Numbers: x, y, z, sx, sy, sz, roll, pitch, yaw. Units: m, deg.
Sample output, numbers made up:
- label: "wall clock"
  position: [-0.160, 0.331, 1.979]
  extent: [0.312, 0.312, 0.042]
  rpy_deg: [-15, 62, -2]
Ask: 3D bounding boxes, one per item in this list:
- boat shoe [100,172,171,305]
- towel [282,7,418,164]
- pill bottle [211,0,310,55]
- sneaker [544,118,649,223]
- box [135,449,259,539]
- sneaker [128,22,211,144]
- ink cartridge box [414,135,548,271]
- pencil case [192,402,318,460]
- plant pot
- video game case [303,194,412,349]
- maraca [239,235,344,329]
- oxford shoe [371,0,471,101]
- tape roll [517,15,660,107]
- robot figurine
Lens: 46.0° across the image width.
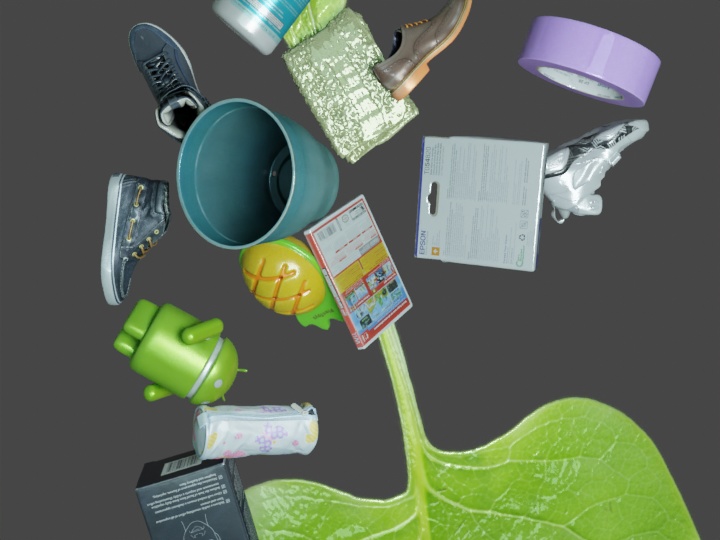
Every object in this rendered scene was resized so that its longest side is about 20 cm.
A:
- label: "boat shoe"
  position: [-0.342, -0.044, 1.302]
  extent: [0.089, 0.071, 0.204]
  rpy_deg: [5, 97, -2]
- label: "towel"
  position: [-0.017, -0.282, 1.310]
  extent: [0.147, 0.037, 0.201]
  rpy_deg: [-34, 102, 2]
- label: "pill bottle"
  position: [-0.118, -0.426, 1.237]
  extent: [0.110, 0.111, 0.201]
  rpy_deg: [38, 95, -10]
- label: "sneaker"
  position: [0.375, -0.159, 1.351]
  extent: [0.197, 0.075, 0.116]
  rpy_deg: [-24, 102, 4]
- label: "box"
  position: [-0.257, 0.401, 1.371]
  extent: [0.146, 0.107, 0.203]
  rpy_deg: [-15, 100, -3]
- label: "sneaker"
  position: [-0.278, -0.273, 1.233]
  extent: [0.076, 0.146, 0.204]
  rpy_deg: [-30, 100, 2]
- label: "ink cartridge box"
  position: [0.189, -0.109, 1.343]
  extent: [0.197, 0.041, 0.203]
  rpy_deg: [8, 100, 19]
- label: "pencil case"
  position: [-0.164, 0.250, 1.334]
  extent: [0.197, 0.091, 0.084]
  rpy_deg: [2, 63, -25]
- label: "plant pot"
  position: [-0.131, -0.135, 1.230]
  extent: [0.197, 0.187, 0.204]
  rpy_deg: [2, 94, 27]
- label: "video game case"
  position: [0.000, 0.000, 1.323]
  extent: [0.017, 0.143, 0.202]
  rpy_deg: [-14, 106, 43]
- label: "maraca"
  position: [-0.102, 0.021, 1.319]
  extent: [0.136, 0.108, 0.200]
  rpy_deg: [-24, 121, 41]
- label: "oxford shoe"
  position: [0.095, -0.353, 1.276]
  extent: [0.073, 0.071, 0.201]
  rpy_deg: [40, 77, -13]
- label: "tape roll"
  position: [0.336, -0.307, 1.255]
  extent: [0.197, 0.200, 0.067]
  rpy_deg: [20, 97, -8]
- label: "robot figurine"
  position: [-0.277, 0.129, 1.316]
  extent: [0.198, 0.116, 0.176]
  rpy_deg: [32, 123, -11]
